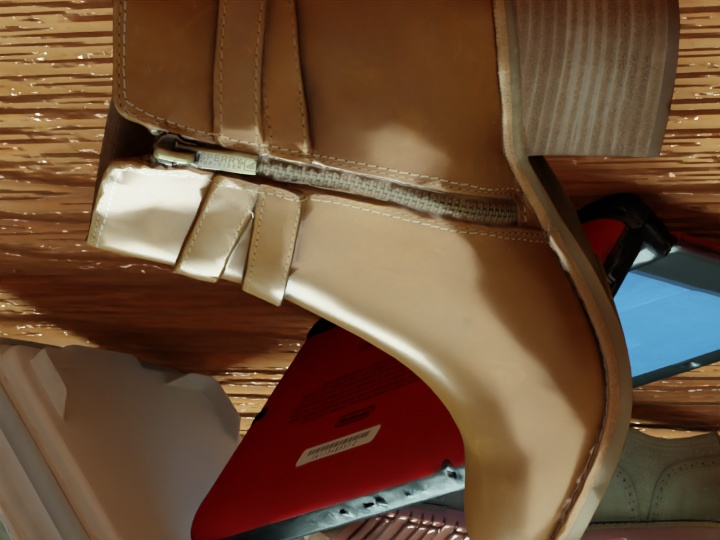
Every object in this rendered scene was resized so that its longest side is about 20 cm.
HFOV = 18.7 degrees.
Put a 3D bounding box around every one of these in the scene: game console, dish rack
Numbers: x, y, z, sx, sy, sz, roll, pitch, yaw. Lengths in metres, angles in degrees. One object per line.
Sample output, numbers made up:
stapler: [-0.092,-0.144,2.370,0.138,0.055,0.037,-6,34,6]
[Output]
game console: [0.060,0.057,0.812,0.119,0.173,0.200,44,145,-16]
dish rack: [-0.071,0.104,0.880,0.044,0.200,0.171,-46,151,19]

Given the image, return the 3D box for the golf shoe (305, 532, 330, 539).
golf shoe: [-0.115,0.127,1.124,0.199,0.079,0.097,-9,138,20]

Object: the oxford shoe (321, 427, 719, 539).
oxford shoe: [0.072,0.095,0.953,0.199,0.074,0.071,8,156,-20]

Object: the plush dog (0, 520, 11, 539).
plush dog: [-0.205,0.142,0.998,0.200,0.172,0.161,39,139,16]

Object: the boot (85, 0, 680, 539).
boot: [0.000,0.000,0.615,0.154,0.077,0.201,1,123,-7]
